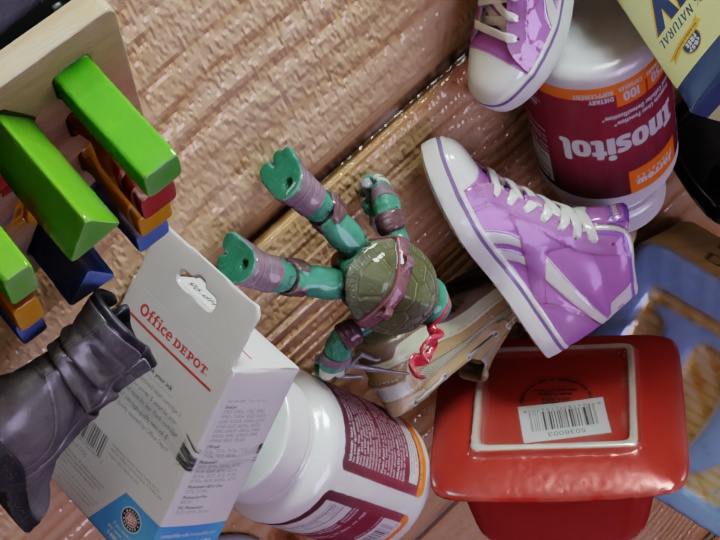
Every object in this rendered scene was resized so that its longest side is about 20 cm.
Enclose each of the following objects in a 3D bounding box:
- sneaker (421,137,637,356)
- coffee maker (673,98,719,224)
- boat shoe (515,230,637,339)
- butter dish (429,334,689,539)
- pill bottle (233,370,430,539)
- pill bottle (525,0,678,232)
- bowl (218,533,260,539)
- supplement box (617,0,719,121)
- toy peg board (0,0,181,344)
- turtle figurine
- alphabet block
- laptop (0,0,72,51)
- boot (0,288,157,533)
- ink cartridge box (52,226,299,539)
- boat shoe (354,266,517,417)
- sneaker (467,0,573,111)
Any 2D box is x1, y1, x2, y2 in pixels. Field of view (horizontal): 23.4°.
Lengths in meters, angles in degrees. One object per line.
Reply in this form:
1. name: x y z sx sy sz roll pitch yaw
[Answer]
1. sneaker: 0.133 -0.041 1.290 0.114 0.073 0.201 -33 118 14
2. coffee maker: 0.367 -0.104 1.526 0.199 0.134 0.194 -12 130 -42
3. boat shoe: 0.162 0.016 1.467 0.064 0.072 0.201 15 123 -16
4. butter dish: 0.162 0.157 1.396 0.200 0.197 0.149 -79 164 -55
5. pill bottle: -0.040 0.138 1.290 0.115 0.114 0.200 -54 145 4
6. pill bottle: 0.183 -0.121 1.316 0.113 0.113 0.201 -40 144 -15
7. bowl: -0.119 0.317 1.381 0.200 0.090 0.203 -29 139 -29
8. supplement box: 0.286 -0.205 1.199 0.198 0.201 0.135 9 132 -39
9. toy peg board: -0.181 -0.015 0.950 0.199 0.098 0.200 -38 161 -14
10. turtle figurine: 0.000 0.000 1.218 0.199 0.100 0.151 28 74 -40
11. alphabet block: 0.303 0.089 1.523 0.197 0.195 0.200 -61 166 17
12. laptop: -0.245 -0.119 0.918 0.177 0.103 0.201 -35 117 -23
13. boot: -0.180 0.088 1.069 0.131 0.070 0.200 -39 172 -14
14. ink cartridge box: -0.118 0.083 1.149 0.067 0.116 0.201 4 119 -51
15. boat shoe: 0.082 0.052 1.370 0.199 0.071 0.077 -28 102 -30
16. sneaker: 0.096 -0.213 1.181 0.114 0.072 0.203 8 104 -48
